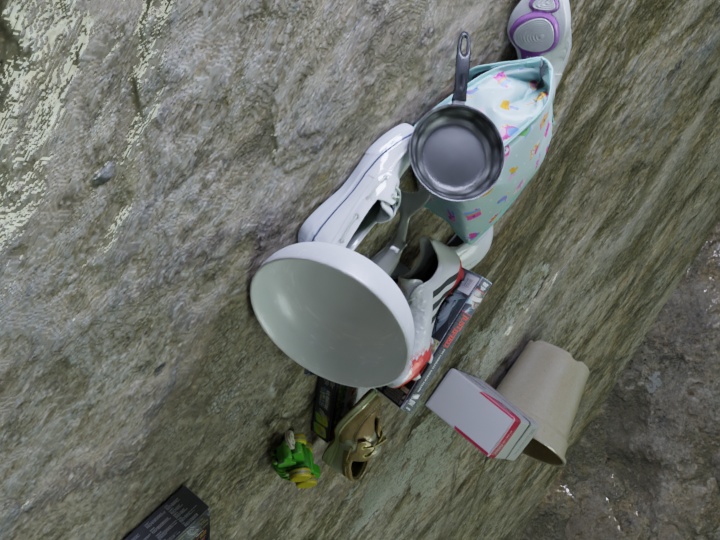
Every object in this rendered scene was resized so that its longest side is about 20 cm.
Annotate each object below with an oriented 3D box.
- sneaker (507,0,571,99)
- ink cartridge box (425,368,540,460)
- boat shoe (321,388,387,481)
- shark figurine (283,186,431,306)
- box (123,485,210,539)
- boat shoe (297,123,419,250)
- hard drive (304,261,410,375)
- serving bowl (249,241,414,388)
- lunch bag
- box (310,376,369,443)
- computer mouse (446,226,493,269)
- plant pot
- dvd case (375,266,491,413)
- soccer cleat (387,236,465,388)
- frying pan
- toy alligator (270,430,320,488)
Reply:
[{"bbox_3d":[0.230,-0.301,1.754,0.201,0.074,0.100,90,23,-56],"label":"sneaker"},{"bbox_3d":[0.215,0.253,2.411,0.085,0.144,0.200,-53,158,4],"label":"ink cartridge box"},{"bbox_3d":[0.003,0.231,1.925,0.074,0.066,0.201,-41,166,-29],"label":"boat shoe"},{"bbox_3d":[0.019,-0.002,1.648,0.214,0.089,0.129,-41,122,-17],"label":"shark figurine"},{"bbox_3d":[-0.270,0.383,1.720,0.200,0.050,0.159,-41,155,-31],"label":"box"},{"bbox_3d":[0.015,-0.081,1.605,0.200,0.066,0.074,-49,158,-15],"label":"boat shoe"},{"bbox_3d":[0.004,0.062,1.772,0.199,0.042,0.137,-12,113,-56],"label":"hard drive"},{"bbox_3d":[-0.023,0.039,1.549,0.201,0.198,0.066,97,20,-51],"label":"serving bowl"},{"bbox_3d":[0.165,-0.162,1.730,0.200,0.122,0.171,-43,156,-13],"label":"lunch bag"},{"bbox_3d":[-0.014,0.141,1.919,0.110,0.035,0.201,-39,154,-34],"label":"box"},{"bbox_3d":[0.136,-0.011,1.995,0.200,0.044,0.110,-46,156,-21],"label":"computer mouse"},{"bbox_3d":[0.337,0.241,2.626,0.185,0.199,0.201,-61,161,-14],"label":"plant pot"},{"bbox_3d":[0.087,0.083,1.848,0.201,0.022,0.146,-59,-157,-2],"label":"dvd case"},{"bbox_3d":[0.068,0.052,1.776,0.085,0.068,0.202,41,68,-40],"label":"soccer cleat"},{"bbox_3d":[0.099,-0.171,1.612,0.113,0.192,0.031,-17,173,-11],"label":"frying pan"},{"bbox_3d":[-0.098,0.257,1.895,0.053,0.060,0.200,-12,157,6],"label":"toy alligator"}]
